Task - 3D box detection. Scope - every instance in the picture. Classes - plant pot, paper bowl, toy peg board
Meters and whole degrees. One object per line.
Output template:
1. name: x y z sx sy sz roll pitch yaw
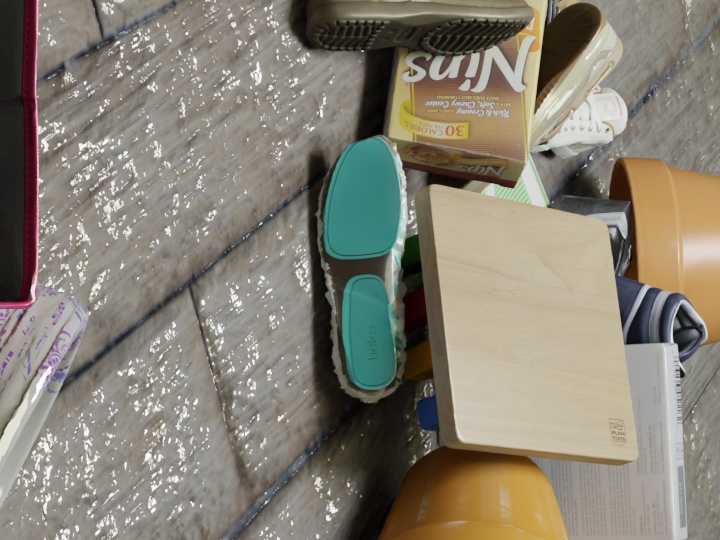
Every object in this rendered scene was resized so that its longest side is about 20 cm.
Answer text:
1. plant pot: 0.318 -0.009 2.097 0.200 0.139 0.202 178 -90 -88
2. plant pot: 0.087 0.235 1.660 0.184 0.199 0.201 -82 154 -54
3. paper bowl: -0.223 0.086 1.087 0.202 0.104 0.201 -64 -176 8
4. toy peg board: 0.104 0.055 1.706 0.199 0.098 0.201 10 67 -40

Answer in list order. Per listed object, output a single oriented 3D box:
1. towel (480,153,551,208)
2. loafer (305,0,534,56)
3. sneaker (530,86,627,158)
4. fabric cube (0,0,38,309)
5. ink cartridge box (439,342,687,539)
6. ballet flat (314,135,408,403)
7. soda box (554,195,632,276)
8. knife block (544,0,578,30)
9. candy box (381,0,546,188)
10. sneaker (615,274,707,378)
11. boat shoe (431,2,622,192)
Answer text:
1. towel: 0.125 -0.025 1.930 0.153 0.023 0.201 65 33 -36
2. loafer: 0.046 -0.209 1.678 0.199 0.076 0.068 -2 72 -33
3. sneaker: 0.192 -0.149 1.987 0.200 0.084 0.073 2 73 -69
4. fabric cube: -0.277 -0.080 0.959 0.196 0.198 0.201 12 76 -63
5. ink cartridge box: 0.165 0.144 1.795 0.047 0.199 0.161 3 84 -67
6. ballet flat: 0.000 0.000 1.655 0.072 0.071 0.202 11 79 -62
7. soda box: 0.183 0.010 1.938 0.200 0.070 0.064 -56 145 -50
8. knife block: 0.117 -0.245 1.920 0.200 0.175 0.064 49 -3 42
9. candy box: 0.085 -0.174 1.764 0.055 0.115 0.201 109 -10 -66
10. sneaker: 0.237 0.092 1.860 0.070 0.108 0.201 -53 145 -44
11. boat shoe: 0.143 -0.132 1.833 0.200 0.072 0.065 -49 136 -2
